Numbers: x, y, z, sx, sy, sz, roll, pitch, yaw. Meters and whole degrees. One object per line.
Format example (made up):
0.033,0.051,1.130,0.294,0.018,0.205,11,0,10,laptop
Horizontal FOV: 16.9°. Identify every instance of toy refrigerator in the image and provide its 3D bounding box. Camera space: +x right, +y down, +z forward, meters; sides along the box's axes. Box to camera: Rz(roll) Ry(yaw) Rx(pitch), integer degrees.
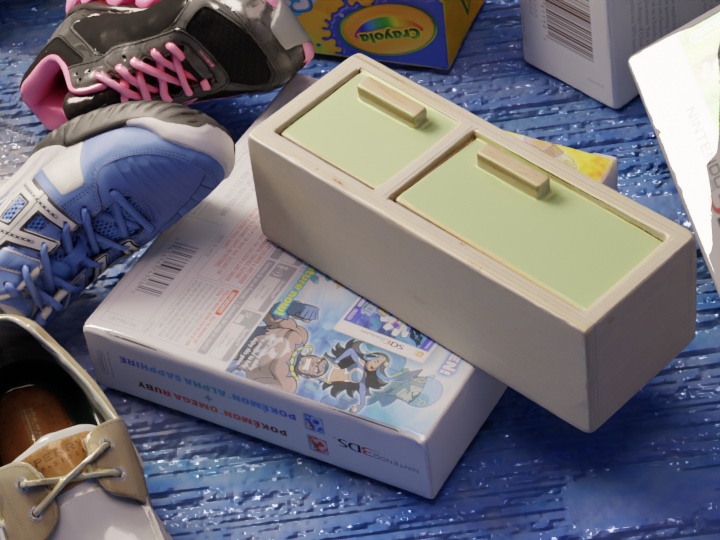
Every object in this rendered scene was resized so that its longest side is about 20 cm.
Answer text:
0.047,-0.018,1.066,0.200,0.070,0.076,31,56,34,toy refrigerator

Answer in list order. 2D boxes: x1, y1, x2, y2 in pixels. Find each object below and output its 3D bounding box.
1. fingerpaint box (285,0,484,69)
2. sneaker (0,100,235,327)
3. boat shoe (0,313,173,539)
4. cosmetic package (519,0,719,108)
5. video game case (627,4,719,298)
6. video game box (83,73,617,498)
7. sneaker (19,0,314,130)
-0.043,-0.201,1.270,0.199,0.168,0.074,9,43,18,fingerpaint box
-0.138,-0.014,1.133,0.199,0.076,0.077,-26,48,28,sneaker
-0.126,0.098,1.035,0.074,0.069,0.200,-24,45,-15,boat shoe
0.173,-0.183,1.263,0.200,0.102,0.071,-35,48,-27,cosmetic package
0.235,-0.074,1.100,0.199,0.022,0.183,-29,55,18,video game case
0.000,0.000,1.136,0.181,0.047,0.200,16,48,27,video game box
-0.104,-0.103,1.223,0.199,0.079,0.095,1,44,52,sneaker
